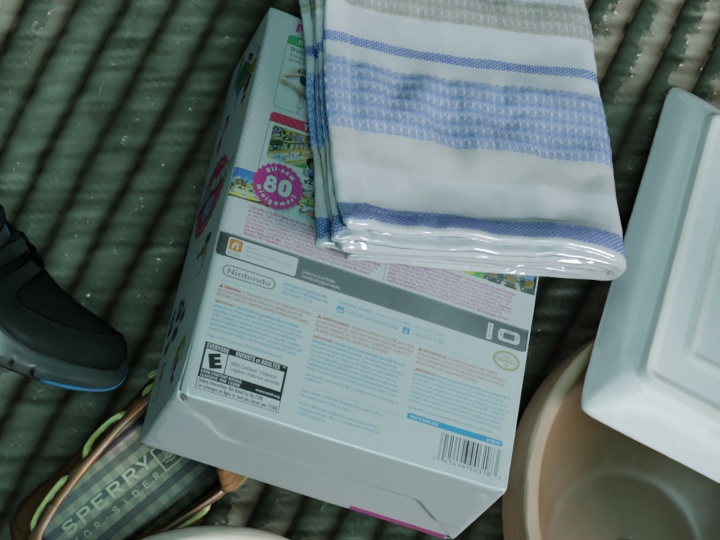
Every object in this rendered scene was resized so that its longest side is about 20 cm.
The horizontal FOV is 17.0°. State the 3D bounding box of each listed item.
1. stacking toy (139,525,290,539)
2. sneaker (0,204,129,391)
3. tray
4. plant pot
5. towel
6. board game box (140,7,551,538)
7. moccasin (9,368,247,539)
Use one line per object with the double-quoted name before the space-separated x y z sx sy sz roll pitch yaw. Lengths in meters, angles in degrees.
"stacking toy" -0.056 0.222 1.031 0.146 0.200 0.146 -9 131 -10
"sneaker" -0.180 -0.017 1.070 0.200 0.073 0.082 34 85 -12
"tray" 0.171 0.005 1.108 0.107 0.022 0.200 28 53 -10
"plant pot" 0.144 0.126 1.117 0.200 0.093 0.201 8 70 -22
"towel" 0.044 -0.089 1.078 0.146 0.024 0.201 6 61 -20
"board game box" 0.000 0.000 1.064 0.147 0.064 0.200 19 59 -11
"moccasin" -0.074 0.069 1.093 0.201 0.078 0.074 -34 97 -9
